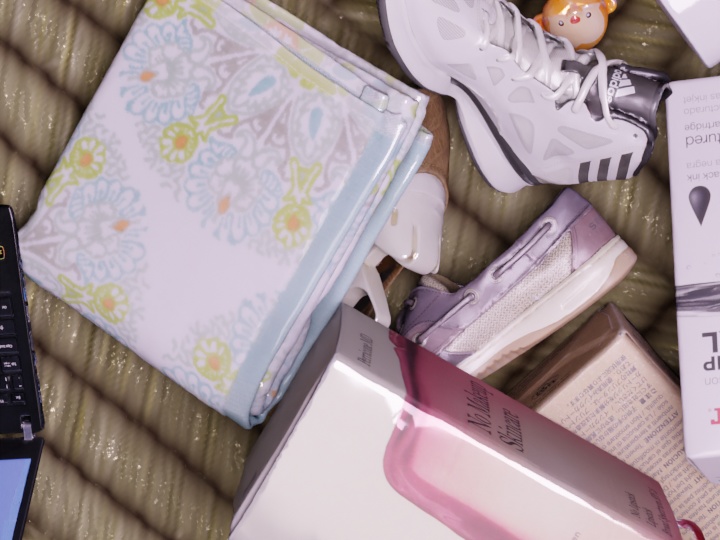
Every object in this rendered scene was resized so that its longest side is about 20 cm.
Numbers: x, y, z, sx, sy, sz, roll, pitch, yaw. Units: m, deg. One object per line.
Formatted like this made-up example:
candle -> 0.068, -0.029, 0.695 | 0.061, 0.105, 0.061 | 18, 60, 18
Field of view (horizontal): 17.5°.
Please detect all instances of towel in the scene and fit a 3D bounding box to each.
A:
towel -> -0.073, -0.043, 1.233 | 0.171, 0.048, 0.200 | 35, 101, 21

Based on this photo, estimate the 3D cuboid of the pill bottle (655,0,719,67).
pill bottle -> 0.234, -0.196, 1.191 | 0.200, 0.113, 0.113 | -36, 99, 8

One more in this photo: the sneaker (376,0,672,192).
sneaker -> 0.092, -0.112, 1.175 | 0.115, 0.076, 0.201 | -1, 148, 30

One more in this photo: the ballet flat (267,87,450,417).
ballet flat -> 0.000, 0.000, 1.251 | 0.068, 0.072, 0.200 | 25, 104, -44

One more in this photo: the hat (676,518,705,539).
hat -> 0.206, 0.231, 1.285 | 0.165, 0.200, 0.176 | -12, 73, -37

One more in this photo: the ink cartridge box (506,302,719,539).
ink cartridge box -> 0.122, 0.146, 1.284 | 0.200, 0.075, 0.165 | -42, 100, 8

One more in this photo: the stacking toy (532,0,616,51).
stacking toy -> 0.086, -0.205, 1.195 | 0.116, 0.110, 0.200 | -16, 104, 4

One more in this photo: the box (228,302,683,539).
box -> 0.047, 0.119, 1.177 | 0.200, 0.128, 0.109 | 30, 100, -5

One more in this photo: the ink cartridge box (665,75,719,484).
ink cartridge box -> 0.236, 0.002, 1.193 | 0.144, 0.084, 0.200 | -6, 75, 17

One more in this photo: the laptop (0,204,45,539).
laptop -> -0.268, 0.077, 1.244 | 0.177, 0.103, 0.200 | -4, 102, 12

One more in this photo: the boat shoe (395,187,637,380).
boat shoe -> 0.053, 0.029, 1.265 | 0.200, 0.072, 0.065 | -35, 87, 14
